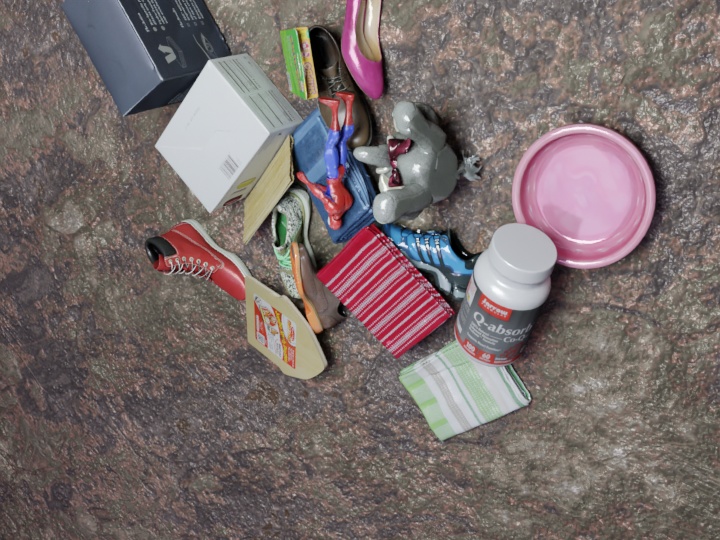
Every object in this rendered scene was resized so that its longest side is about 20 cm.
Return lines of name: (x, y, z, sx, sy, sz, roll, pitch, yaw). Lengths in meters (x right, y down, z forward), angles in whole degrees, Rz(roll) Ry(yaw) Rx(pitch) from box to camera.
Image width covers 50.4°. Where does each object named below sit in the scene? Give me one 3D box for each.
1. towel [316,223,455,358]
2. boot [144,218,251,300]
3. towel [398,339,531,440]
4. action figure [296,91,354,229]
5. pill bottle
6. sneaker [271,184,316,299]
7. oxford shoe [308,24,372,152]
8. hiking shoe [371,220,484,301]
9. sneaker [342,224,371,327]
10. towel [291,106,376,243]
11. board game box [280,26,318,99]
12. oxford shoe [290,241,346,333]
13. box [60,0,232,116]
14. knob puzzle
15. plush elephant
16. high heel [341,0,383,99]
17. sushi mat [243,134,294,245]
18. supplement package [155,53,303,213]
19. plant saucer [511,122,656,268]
towel: (0.037, 0.037, 1.213, 0.200, 0.023, 0.144, 45, 123, -8)
boot: (-0.298, 0.001, 1.404, 0.199, 0.144, 0.073, 41, 122, 7)
towel: (0.170, 0.198, 1.288, 0.198, 0.031, 0.151, -33, 91, 35)
action figure: (-0.056, -0.162, 1.144, 0.097, 0.065, 0.205, 17, 119, 33)
pill bottle: (0.211, 0.037, 1.119, 0.114, 0.116, 0.203, 28, 138, 16)
sneaker: (-0.130, -0.040, 1.325, 0.075, 0.088, 0.205, 6, 113, 26)
oxford shoe: (-0.040, -0.274, 1.160, 0.071, 0.084, 0.204, -25, 89, 4)
hiking shoe: (0.110, -0.039, 1.209, 0.197, 0.074, 0.088, 31, 114, 3)
sneaker: (0.000, 0.000, 1.265, 0.076, 0.081, 0.205, -7, 106, 47)
towel: (-0.046, -0.153, 1.226, 0.111, 0.048, 0.204, -36, 73, 36)
board game box: (-0.093, -0.312, 1.147, 0.029, 0.200, 0.098, -11, 108, -6)
oxford shoe: (-0.072, 0.022, 1.302, 0.071, 0.072, 0.202, -16, 137, -1)
box: (-0.337, -0.380, 1.239, 0.116, 0.199, 0.200, -27, 95, 34)
knob puzzle: (-0.130, 0.116, 1.396, 0.217, 0.030, 0.224, 29, 137, 30)
plush elephant: (0.065, -0.165, 1.137, 0.153, 0.197, 0.169, 20, 107, 45)
high heel: (0.018, -0.363, 1.128, 0.094, 0.067, 0.206, -13, 91, 42)
sushi mat: (-0.156, -0.133, 1.290, 0.012, 0.098, 0.200, 15, 144, -25)
supplement package: (-0.221, -0.230, 1.287, 0.156, 0.111, 0.200, 49, 125, 4)
plant saucer: (0.313, -0.107, 1.073, 0.196, 0.051, 0.206, 12, 115, 26)
